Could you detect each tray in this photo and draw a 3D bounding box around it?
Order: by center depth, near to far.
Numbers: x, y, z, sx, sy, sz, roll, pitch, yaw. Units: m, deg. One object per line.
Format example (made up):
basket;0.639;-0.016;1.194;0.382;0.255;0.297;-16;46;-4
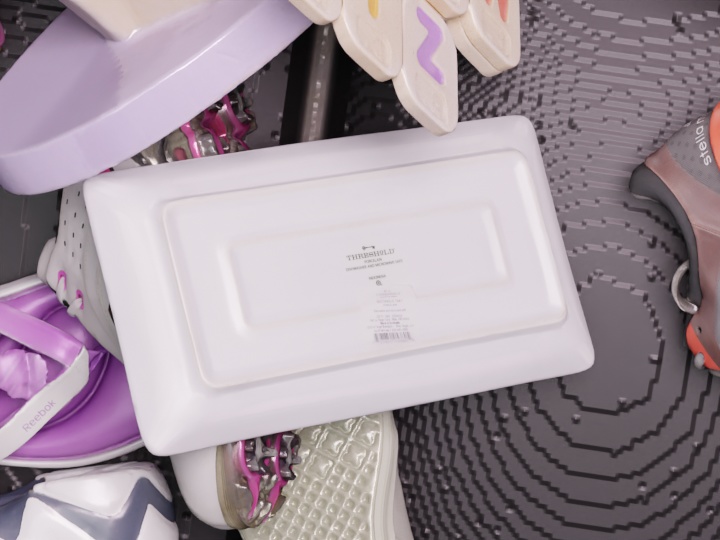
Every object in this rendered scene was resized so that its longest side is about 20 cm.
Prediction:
tray;0.000;0.000;0.869;0.200;0.022;0.108;-10;81;-30

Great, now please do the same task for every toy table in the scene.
toy table;-0.082;-0.136;0.841;0.200;0.184;0.117;-48;122;-27

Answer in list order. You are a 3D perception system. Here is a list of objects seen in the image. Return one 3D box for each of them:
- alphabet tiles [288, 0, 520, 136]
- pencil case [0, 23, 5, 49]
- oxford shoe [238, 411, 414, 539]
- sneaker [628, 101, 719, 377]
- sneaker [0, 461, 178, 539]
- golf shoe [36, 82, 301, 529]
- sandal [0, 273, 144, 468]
alphabet tiles;0.005;-0.156;0.826;0.015;0.200;0.196;-17;56;27
pencil case;-0.241;-0.077;0.906;0.200;0.087;0.088;-27;95;5
oxford shoe;-0.010;0.102;0.934;0.075;0.058;0.201;-16;81;11
sneaker;0.174;0.025;0.916;0.082;0.077;0.200;-26;95;33
sneaker;-0.167;0.155;0.932;0.199;0.079;0.130;-9;88;-6
golf shoe;-0.077;0.008;0.903;0.092;0.073;0.201;-17;73;16
sandal;-0.156;0.046;0.933;0.202;0.050;0.083;-6;97;3
